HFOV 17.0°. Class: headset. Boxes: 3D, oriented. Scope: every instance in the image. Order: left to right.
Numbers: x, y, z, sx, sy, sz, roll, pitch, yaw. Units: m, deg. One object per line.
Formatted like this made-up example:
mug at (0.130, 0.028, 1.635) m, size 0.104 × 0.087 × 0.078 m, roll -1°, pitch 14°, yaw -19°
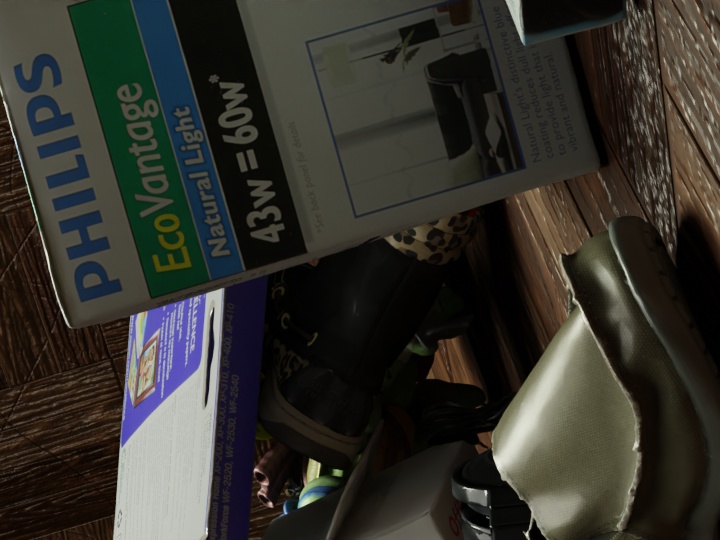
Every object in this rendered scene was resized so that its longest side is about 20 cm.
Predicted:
headset at (0.067, 0.128, 1.108) m, size 0.201 × 0.093 × 0.124 m, roll -84°, pitch -14°, yaw -50°

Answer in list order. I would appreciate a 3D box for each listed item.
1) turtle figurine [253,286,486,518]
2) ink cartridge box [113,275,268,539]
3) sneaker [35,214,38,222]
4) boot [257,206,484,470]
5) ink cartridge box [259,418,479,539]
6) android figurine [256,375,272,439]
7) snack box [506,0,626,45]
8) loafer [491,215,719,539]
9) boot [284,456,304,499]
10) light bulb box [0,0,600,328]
turtle figurine at (0.051, 0.091, 1.384) m, size 0.144 × 0.200 × 0.194 m, roll 46°, pitch -153°, yaw -11°
ink cartridge box at (-0.082, 0.070, 1.228) m, size 0.200 × 0.043 × 0.199 m, roll 132°, pitch 144°, yaw -62°
sneaker at (-0.113, -0.062, 1.332) m, size 0.200 × 0.087 × 0.074 m, roll -56°, pitch -20°, yaw -70°
boot at (0.000, 0.000, 1.250) m, size 0.151 × 0.073 × 0.200 m, roll -61°, pitch 10°, yaw 17°
ink cartridge box at (0.026, 0.188, 1.240) m, size 0.201 × 0.125 × 0.129 m, roll 62°, pitch -164°, yaw -8°
android figurine at (-0.013, 0.028, 1.485) m, size 0.041 × 0.182 × 0.200 m, roll 35°, pitch 170°, yaw 3°
snack box at (0.040, -0.170, 0.669) m, size 0.200 × 0.037 × 0.117 m, roll 80°, pitch 173°, yaw -57°
loafer at (0.080, 0.060, 0.788) m, size 0.200 × 0.069 × 0.075 m, roll 78°, pitch 174°, yaw -52°
boot at (-0.008, 0.175, 1.435) m, size 0.138 × 0.078 × 0.200 m, roll 39°, pitch -144°, yaw -3°
light bulb box at (-0.031, -0.065, 0.929) m, size 0.198 × 0.199 × 0.126 m, roll 176°, pitch 78°, yaw -86°
